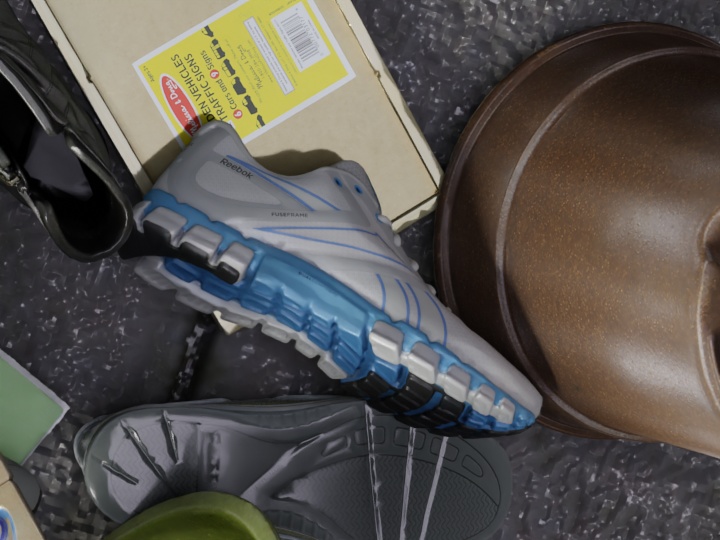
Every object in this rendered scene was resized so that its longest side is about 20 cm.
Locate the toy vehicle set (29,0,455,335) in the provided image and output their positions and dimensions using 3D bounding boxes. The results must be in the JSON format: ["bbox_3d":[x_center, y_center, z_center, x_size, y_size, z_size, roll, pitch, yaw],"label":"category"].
[{"bbox_3d":[-0.057,-0.087,0.874,0.124,0.027,0.200,-30,104,-6],"label":"toy vehicle set"}]

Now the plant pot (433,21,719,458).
[{"bbox_3d":[0.159,-0.003,0.833,0.200,0.198,0.200,-3,100,-19],"label":"plant pot"}]

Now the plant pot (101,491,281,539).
[{"bbox_3d":[-0.038,0.225,0.811,0.190,0.200,0.200,39,89,-28],"label":"plant pot"}]

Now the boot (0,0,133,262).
[{"bbox_3d":[-0.164,-0.093,0.796,0.068,0.131,0.200,-43,105,-3],"label":"boot"}]

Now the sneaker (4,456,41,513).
[{"bbox_3d":[-0.215,0.044,0.806,0.200,0.076,0.092,28,65,-24],"label":"sneaker"}]

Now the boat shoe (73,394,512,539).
[{"bbox_3d":[-0.029,0.090,0.894,0.202,0.065,0.074,3,96,-17],"label":"boat shoe"}]

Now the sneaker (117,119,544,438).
[{"bbox_3d":[0.000,0.000,0.844,0.200,0.075,0.087,32,64,-8],"label":"sneaker"}]

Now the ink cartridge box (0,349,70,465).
[{"bbox_3d":[-0.247,0.094,0.852,0.146,0.048,0.200,42,73,-15],"label":"ink cartridge box"}]

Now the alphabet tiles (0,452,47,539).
[{"bbox_3d":[-0.233,0.089,0.714,0.200,0.008,0.167,-33,73,3],"label":"alphabet tiles"}]
